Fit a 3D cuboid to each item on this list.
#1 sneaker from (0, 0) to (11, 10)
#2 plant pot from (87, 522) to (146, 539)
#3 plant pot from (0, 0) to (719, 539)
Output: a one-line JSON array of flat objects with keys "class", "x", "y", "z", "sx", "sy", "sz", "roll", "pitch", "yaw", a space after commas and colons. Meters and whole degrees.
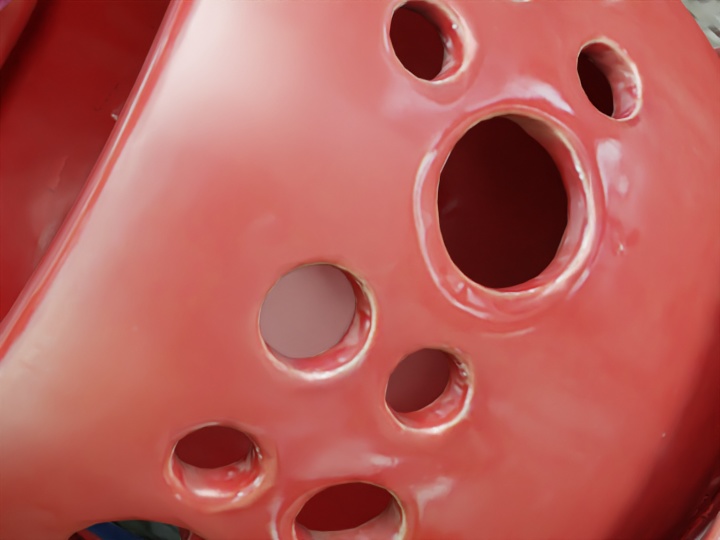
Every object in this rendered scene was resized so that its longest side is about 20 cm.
[{"class": "sneaker", "x": -0.113, "y": -0.124, "z": 0.587, "sx": 0.081, "sy": 0.088, "sz": 0.200, "roll": -13, "pitch": 143, "yaw": -19}, {"class": "plant pot", "x": -0.089, "y": 0.203, "z": 0.927, "sx": 0.200, "sy": 0.180, "sz": 0.200, "roll": 28, "pitch": 142, "yaw": -11}, {"class": "plant pot", "x": 0.000, "y": 0.000, "z": 0.620, "sx": 0.182, "sy": 0.201, "sz": 0.200, "roll": 28, "pitch": 143, "yaw": -21}]
